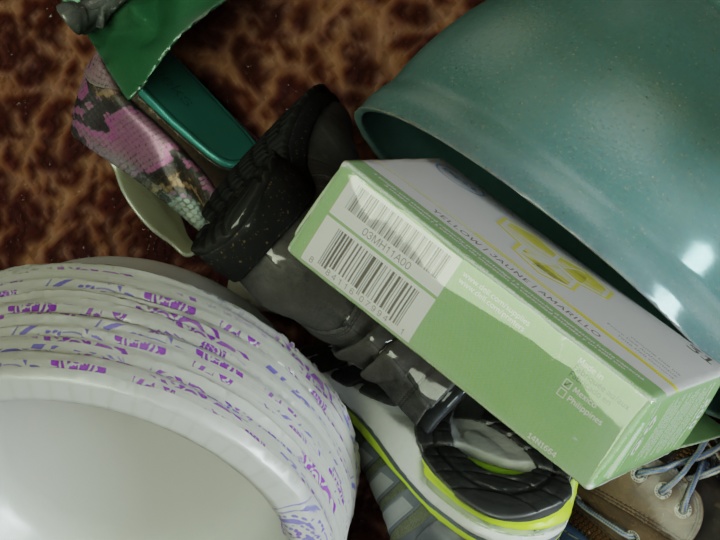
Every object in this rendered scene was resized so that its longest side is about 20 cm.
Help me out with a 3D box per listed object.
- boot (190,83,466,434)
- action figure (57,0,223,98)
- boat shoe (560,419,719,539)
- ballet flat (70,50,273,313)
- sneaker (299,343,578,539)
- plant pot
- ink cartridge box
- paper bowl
[{"bbox_3d":[0.000,0.000,1.162,0.132,0.200,0.070,40,109,-8],"label":"boot"},{"bbox_3d":[-0.060,-0.184,1.248,0.200,0.055,0.118,-38,68,6],"label":"action figure"},{"bbox_3d":[0.125,0.098,1.172,0.200,0.072,0.072,20,133,31],"label":"boat shoe"},{"bbox_3d":[-0.058,-0.027,1.275,0.200,0.069,0.071,41,125,19],"label":"ballet flat"},{"bbox_3d":[0.025,0.087,1.186,0.200,0.074,0.081,-133,43,-58],"label":"sneaker"},{"bbox_3d":[0.117,-0.052,1.141,0.200,0.200,0.134,38,83,16],"label":"plant pot"},{"bbox_3d":[0.073,0.015,1.065,0.145,0.200,0.048,38,107,16],"label":"ink cartridge box"},{"bbox_3d":[-0.099,0.074,1.161,0.200,0.104,0.201,9,137,8],"label":"paper bowl"}]
